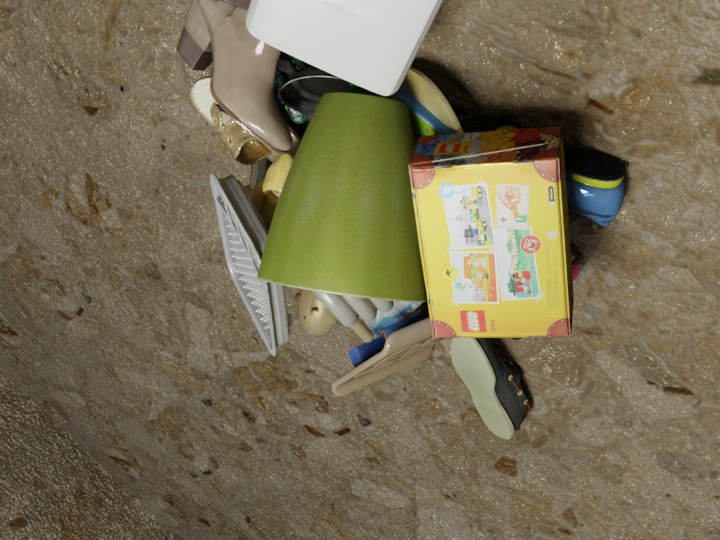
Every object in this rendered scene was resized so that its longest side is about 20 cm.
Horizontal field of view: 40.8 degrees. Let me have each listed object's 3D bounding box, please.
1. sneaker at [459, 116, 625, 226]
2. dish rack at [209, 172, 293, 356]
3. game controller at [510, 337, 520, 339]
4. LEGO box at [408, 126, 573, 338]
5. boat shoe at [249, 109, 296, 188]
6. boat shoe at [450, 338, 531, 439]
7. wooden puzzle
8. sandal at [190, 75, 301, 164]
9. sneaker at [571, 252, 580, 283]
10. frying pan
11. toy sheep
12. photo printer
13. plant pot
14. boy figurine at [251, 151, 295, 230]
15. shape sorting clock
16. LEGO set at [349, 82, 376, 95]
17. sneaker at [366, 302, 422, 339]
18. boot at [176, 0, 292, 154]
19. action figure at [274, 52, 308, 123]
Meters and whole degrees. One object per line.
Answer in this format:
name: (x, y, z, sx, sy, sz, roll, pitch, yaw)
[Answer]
sneaker: (0.184, -0.102, 1.037, 0.198, 0.066, 0.079, 23, 136, 21)
dish rack: (-0.127, -0.011, 1.186, 0.173, 0.043, 0.202, 57, 160, 34)
game controller: (0.133, 0.024, 1.179, 0.103, 0.043, 0.200, 28, -174, -26)
LEGO box: (0.138, -0.034, 0.990, 0.146, 0.077, 0.203, -1, 119, 16)
boat shoe: (-0.102, -0.131, 1.298, 0.071, 0.072, 0.202, 22, 137, 26)
boat shoe: (0.182, 0.146, 1.346, 0.073, 0.063, 0.203, 18, 145, 47)
wooden puzzle: (0.063, 0.093, 1.312, 0.047, 0.183, 0.200, 62, 148, 13)
sandal: (-0.129, -0.160, 1.198, 0.210, 0.070, 0.078, 35, 128, -7)
sneaker: (0.163, -0.014, 1.163, 0.198, 0.074, 0.088, 27, 145, 17)
frying pan: (-0.067, -0.203, 1.158, 0.188, 0.032, 0.114, -7, 161, 38)
toy sheep: (0.000, 0.000, 1.191, 0.138, 0.200, 0.138, 43, 175, 5)
photo printer: (0.000, -0.273, 0.868, 0.164, 0.070, 0.201, 23, 134, -8)
plant pot: (-0.007, -0.080, 1.032, 0.184, 0.204, 0.187, 7, -178, 0)
boy figurine: (-0.087, -0.071, 1.218, 0.122, 0.065, 0.201, 18, 150, 2)
shape sorting clock: (0.073, -0.132, 1.091, 0.200, 0.039, 0.202, 47, 153, 33)
LEGO set: (0.009, -0.293, 0.980, 0.152, 0.117, 0.201, 22, 135, -8)
sneaker: (0.039, 0.032, 1.348, 0.087, 0.075, 0.200, 46, 147, 0)
boot: (-0.112, -0.250, 1.071, 0.200, 0.070, 0.146, 44, 112, 0)
action figure: (-0.117, -0.263, 1.170, 0.117, 0.055, 0.201, -3, 131, 46)
